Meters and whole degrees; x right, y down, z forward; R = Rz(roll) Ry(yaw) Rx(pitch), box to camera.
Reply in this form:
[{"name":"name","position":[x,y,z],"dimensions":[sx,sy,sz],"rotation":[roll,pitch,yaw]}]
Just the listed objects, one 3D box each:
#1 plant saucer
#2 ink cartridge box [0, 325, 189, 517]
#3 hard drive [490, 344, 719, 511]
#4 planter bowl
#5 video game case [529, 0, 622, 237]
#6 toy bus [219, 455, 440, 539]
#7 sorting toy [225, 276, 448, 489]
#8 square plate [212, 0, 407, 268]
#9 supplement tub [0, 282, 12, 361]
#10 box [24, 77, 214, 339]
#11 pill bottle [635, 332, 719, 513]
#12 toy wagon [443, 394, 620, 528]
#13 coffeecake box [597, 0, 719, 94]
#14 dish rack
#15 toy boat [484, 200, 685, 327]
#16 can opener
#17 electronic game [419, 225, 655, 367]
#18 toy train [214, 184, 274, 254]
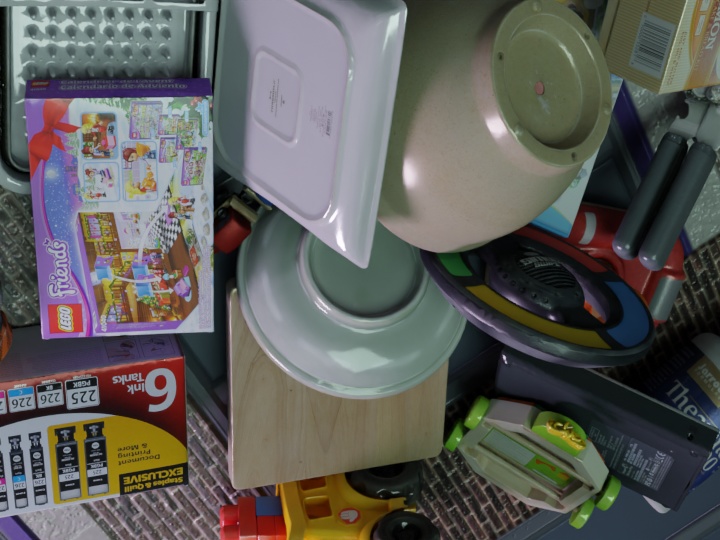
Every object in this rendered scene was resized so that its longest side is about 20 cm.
[{"name":"plant saucer","position":[0.000,0.000,1.082],"dimensions":[0.197,0.203,0.050],"rotation":[-6,160,-17]},{"name":"ink cartridge box","position":[-0.247,0.139,1.126],"dimensions":[0.197,0.084,0.178],"rotation":[-8,120,-17]},{"name":"hard drive","position":[0.213,0.139,1.219],"dimensions":[0.033,0.198,0.140],"rotation":[-58,165,-26]},{"name":"planter bowl","position":[0.097,-0.122,0.977],"dimensions":[0.198,0.134,0.204],"rotation":[7,79,-36]},{"name":"video game case","position":[0.149,-0.145,1.115],"dimensions":[0.142,0.018,0.203],"rotation":[20,89,-29]},{"name":"toy bus","position":[-0.031,0.256,1.208],"dimensions":[0.189,0.201,0.137],"rotation":[-1,122,-11]},{"name":"sorting toy","position":[-0.025,0.076,1.181],"dimensions":[0.196,0.070,0.203],"rotation":[-7,119,-16]},{"name":"square plate","position":[-0.051,-0.129,0.968],"dimensions":[0.028,0.197,0.202],"rotation":[-16,128,-37]},{"name":"supplement tub","position":[-0.345,-0.007,0.987],"dimensions":[0.121,0.123,0.202],"rotation":[-27,123,-4]},{"name":"box","position":[-0.179,-0.045,1.018],"dimensions":[0.135,0.039,0.203],"rotation":[-2,119,-10]},{"name":"pill bottle","position":[0.335,0.134,1.319],"dimensions":[0.200,0.111,0.111],"rotation":[-42,123,5]},{"name":"toy wagon","position":[0.165,0.168,1.239],"dimensions":[0.154,0.200,0.040],"rotation":[31,63,2]},{"name":"coffeecake box","position":[0.289,-0.234,1.080],"dimensions":[0.198,0.073,0.156],"rotation":[-15,125,-42]},{"name":"dish rack","position":[-0.196,-0.158,1.007],"dimensions":[0.169,0.044,0.203],"rotation":[-3,118,-20]},{"name":"toy boat","position":[0.211,0.018,1.199],"dimensions":[0.197,0.131,0.132],"rotation":[8,115,-23]},{"name":"can opener","position":[0.285,-0.092,1.166],"dimensions":[0.202,0.052,0.066],"rotation":[-61,147,-9]},{"name":"electronic game","position":[0.139,0.012,1.056],"dimensions":[0.197,0.201,0.042],"rotation":[10,118,-24]},{"name":"toy train","position":[-0.110,-0.037,1.080],"dimensions":[0.199,0.046,0.034],"rotation":[-39,123,18]}]
